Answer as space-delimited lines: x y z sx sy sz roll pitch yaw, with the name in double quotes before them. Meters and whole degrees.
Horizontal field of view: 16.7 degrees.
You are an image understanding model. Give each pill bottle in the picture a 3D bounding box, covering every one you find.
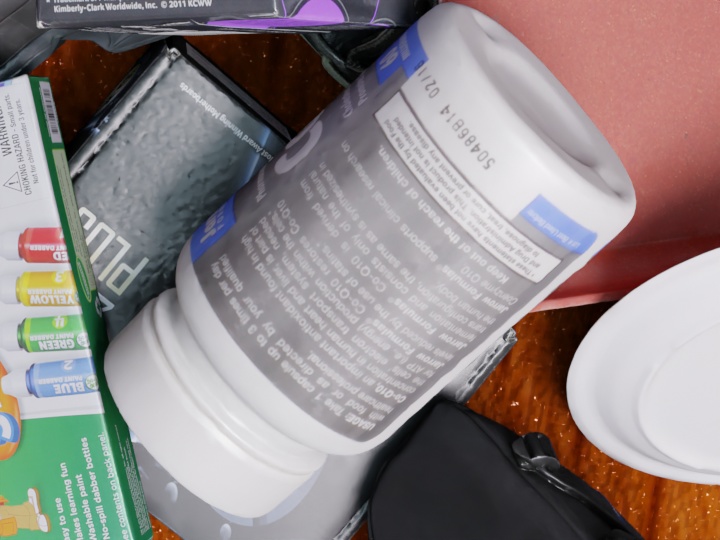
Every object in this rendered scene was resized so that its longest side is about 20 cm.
"pill bottle" 0.000 0.000 0.961 0.200 0.114 0.114 -42 102 17

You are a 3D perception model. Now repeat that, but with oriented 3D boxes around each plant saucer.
"plant saucer" 0.113 -0.090 1.060 0.199 0.037 0.201 -8 100 -28

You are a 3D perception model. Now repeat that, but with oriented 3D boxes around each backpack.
"backpack" 0.090 0.168 1.072 0.154 0.200 0.163 -49 56 11

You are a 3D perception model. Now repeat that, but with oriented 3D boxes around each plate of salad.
"plate of salad" 0.189 0.034 1.080 0.199 0.048 0.200 -4 143 -3

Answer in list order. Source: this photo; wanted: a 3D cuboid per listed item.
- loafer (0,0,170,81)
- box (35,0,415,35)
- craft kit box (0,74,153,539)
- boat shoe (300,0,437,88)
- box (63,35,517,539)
"loafer" -0.153 -0.120 1.031 0.199 0.073 0.072 -21 125 9
"box" -0.050 -0.190 0.916 0.106 0.122 0.201 1 94 26
"craft kit box" -0.203 0.038 1.005 0.197 0.049 0.201 -13 92 8
"boat shoe" 0.016 -0.099 1.069 0.200 0.064 0.071 38 96 -11
"box" -0.060 0.020 1.075 0.200 0.086 0.164 40 96 -11
